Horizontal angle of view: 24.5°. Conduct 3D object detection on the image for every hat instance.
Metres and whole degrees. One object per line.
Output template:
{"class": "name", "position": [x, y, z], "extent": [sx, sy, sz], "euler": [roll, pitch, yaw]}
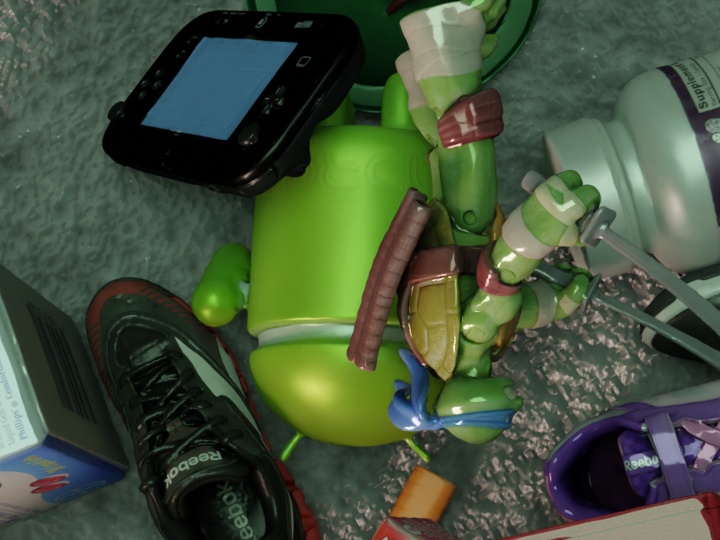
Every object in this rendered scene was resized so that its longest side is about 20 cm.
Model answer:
{"class": "hat", "position": [0.025, -0.189, 0.874], "extent": [0.199, 0.176, 0.167], "euler": [-15, 78, 1]}

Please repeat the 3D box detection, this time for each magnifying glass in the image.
{"class": "magnifying glass", "position": [-0.006, 0.198, 0.880], "extent": [0.079, 0.022, 0.201], "euler": [27, 81, 9]}

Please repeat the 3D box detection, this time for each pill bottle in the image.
{"class": "pill bottle", "position": [0.201, -0.062, 0.870], "extent": [0.199, 0.112, 0.113], "euler": [-18, 78, 1]}

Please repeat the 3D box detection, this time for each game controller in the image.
{"class": "game controller", "position": [-0.070, -0.092, 0.871], "extent": [0.042, 0.200, 0.105], "euler": [32, 82, -32]}

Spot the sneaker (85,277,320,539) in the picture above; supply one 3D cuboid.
{"class": "sneaker", "position": [-0.088, 0.086, 0.869], "extent": [0.071, 0.098, 0.201], "euler": [-30, 77, 1]}

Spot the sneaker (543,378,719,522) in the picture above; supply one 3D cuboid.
{"class": "sneaker", "position": [0.172, 0.087, 0.810], "extent": [0.199, 0.088, 0.081], "euler": [-24, 72, 35]}

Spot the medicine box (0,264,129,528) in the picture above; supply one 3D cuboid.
{"class": "medicine box", "position": [-0.241, 0.086, 0.836], "extent": [0.199, 0.182, 0.103], "euler": [-23, 78, -1]}

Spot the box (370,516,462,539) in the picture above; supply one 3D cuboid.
{"class": "box", "position": [0.073, 0.178, 0.570], "extent": [0.199, 0.095, 0.100], "euler": [31, 88, 16]}

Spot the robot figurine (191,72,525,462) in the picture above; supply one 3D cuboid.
{"class": "robot figurine", "position": [0.000, 0.000, 0.870], "extent": [0.174, 0.116, 0.201], "euler": [1, 79, 4]}

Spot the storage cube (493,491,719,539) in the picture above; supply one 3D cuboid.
{"class": "storage cube", "position": [0.089, 0.203, 0.700], "extent": [0.199, 0.171, 0.181], "euler": [-13, 77, 10]}

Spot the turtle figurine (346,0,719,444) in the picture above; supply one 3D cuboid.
{"class": "turtle figurine", "position": [0.088, -0.027, 0.774], "extent": [0.199, 0.144, 0.195], "euler": [-17, 81, 31]}

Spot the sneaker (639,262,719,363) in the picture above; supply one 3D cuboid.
{"class": "sneaker", "position": [0.245, 0.047, 0.852], "extent": [0.199, 0.072, 0.083], "euler": [3, 62, 1]}
